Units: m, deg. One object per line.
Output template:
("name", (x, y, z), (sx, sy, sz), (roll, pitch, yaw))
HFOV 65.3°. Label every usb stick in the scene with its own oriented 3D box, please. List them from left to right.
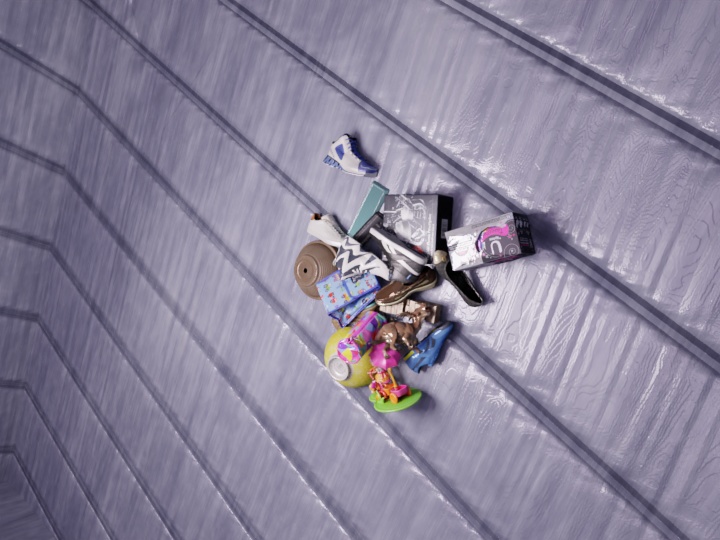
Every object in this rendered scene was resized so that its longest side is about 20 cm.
("usb stick", (0.004, -0.103, 1.780), (0.200, 0.055, 0.033), (-47, 36, 11))

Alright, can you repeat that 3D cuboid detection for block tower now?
("block tower", (0.150, 0.113, 1.709), (0.198, 0.054, 0.059), (13, 97, 33))

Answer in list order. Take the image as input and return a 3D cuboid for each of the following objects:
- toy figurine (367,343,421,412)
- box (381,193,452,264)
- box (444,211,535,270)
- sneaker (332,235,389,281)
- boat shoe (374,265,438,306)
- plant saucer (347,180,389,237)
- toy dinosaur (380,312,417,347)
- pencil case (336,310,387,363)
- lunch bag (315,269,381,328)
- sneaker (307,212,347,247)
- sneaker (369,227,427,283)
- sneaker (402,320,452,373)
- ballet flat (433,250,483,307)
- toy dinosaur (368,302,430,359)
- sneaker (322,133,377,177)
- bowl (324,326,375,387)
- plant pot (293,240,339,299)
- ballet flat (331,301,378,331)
("toy figurine", (0.075, 0.305, 1.693), (0.199, 0.149, 0.186), (-3, 106, 58))
("box", (0.167, -0.122, 1.663), (0.180, 0.104, 0.203), (4, 94, 34))
("box", (0.351, -0.073, 1.524), (0.198, 0.132, 0.116), (-17, 82, 33))
("sneaker", (0.000, 0.000, 1.719), (0.198, 0.079, 0.130), (37, 96, 8))
("boat shoe", (0.128, 0.038, 1.675), (0.201, 0.075, 0.075), (-25, 47, 9))
("plant saucer", (0.021, -0.186, 1.811), (0.070, 0.019, 0.201), (37, 109, 27))
("toy dinosaur", (0.086, 0.184, 1.761), (0.198, 0.047, 0.089), (10, 103, 36))
("pencil case", (0.007, 0.196, 1.670), (0.087, 0.200, 0.089), (13, 120, 23))
("lunch bag", (-0.023, 0.056, 1.781), (0.199, 0.094, 0.151), (-36, 42, 8))
("sneaker", (-0.096, -0.136, 1.855), (0.199, 0.072, 0.086), (26, 110, 32))
("sneaker", (0.087, -0.033, 1.614), (0.199, 0.073, 0.113), (35, 110, 26))
("sneaker", (0.215, 0.229, 1.668), (0.079, 0.066, 0.200), (47, 115, 9))
("ballet flat", (0.278, 0.019, 1.579), (0.200, 0.066, 0.057), (49, 161, -9))
("toy dinosaur", (0.110, 0.173, 1.622), (0.198, 0.086, 0.137), (-10, 64, -9))
("sneaker", (-0.033, -0.375, 1.805), (0.198, 0.080, 0.116), (26, 107, 32))
("bowl", (-0.044, 0.292, 1.785), (0.198, 0.107, 0.203), (9, 109, 29))
("plant pot", (-0.157, -0.001, 1.889), (0.199, 0.092, 0.204), (1, 91, 32))
("ballet flat", (-0.010, 0.159, 1.813), (0.199, 0.068, 0.073), (-21, 89, 34))
